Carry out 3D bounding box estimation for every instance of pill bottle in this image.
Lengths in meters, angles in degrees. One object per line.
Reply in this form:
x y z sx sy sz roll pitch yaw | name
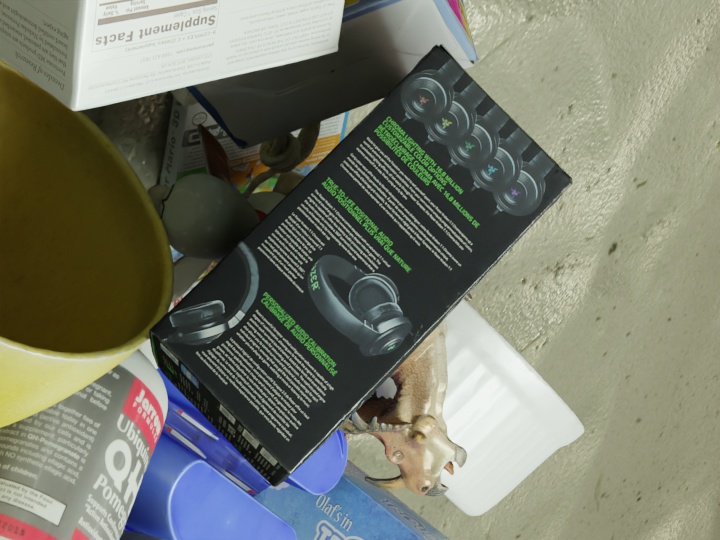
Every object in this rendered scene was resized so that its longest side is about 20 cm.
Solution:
-0.170 0.095 1.027 0.111 0.109 0.201 70 31 -50 | pill bottle

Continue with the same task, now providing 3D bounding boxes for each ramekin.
0.046 0.071 1.255 0.098 0.200 0.201 -45 145 -2 | ramekin

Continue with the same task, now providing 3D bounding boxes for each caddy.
-0.099 0.112 1.184 0.142 0.104 0.200 -58 146 -11 | caddy

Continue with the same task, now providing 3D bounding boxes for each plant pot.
-0.212 0.005 0.912 0.199 0.201 0.142 2 140 -51 | plant pot

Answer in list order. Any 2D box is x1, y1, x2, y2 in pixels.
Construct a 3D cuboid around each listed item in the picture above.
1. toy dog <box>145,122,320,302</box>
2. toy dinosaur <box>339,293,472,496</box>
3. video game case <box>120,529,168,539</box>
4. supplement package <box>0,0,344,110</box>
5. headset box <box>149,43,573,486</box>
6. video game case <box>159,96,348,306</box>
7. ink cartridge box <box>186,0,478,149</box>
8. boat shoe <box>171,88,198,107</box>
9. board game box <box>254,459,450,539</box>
-0.077 -0.028 1.050 0.133 0.095 0.201 -63 159 -22 | toy dog
0.001 0.030 1.138 0.136 0.200 0.086 -49 149 13 | toy dinosaur
-0.194 0.208 1.079 0.181 0.199 0.023 -32 107 -29 | video game case
-0.121 -0.173 0.841 0.155 0.199 0.112 -18 131 -41 | supplement package
0.000 0.000 0.906 0.200 0.093 0.174 -45 178 -9 | headset box
-0.065 -0.070 1.155 0.142 0.018 0.202 -18 130 -44 | video game case
-0.030 -0.180 0.961 0.135 0.202 0.076 -19 146 13 | ink cartridge box
-0.047 -0.176 1.051 0.200 0.068 0.072 -46 180 -14 | boat shoe
-0.040 0.231 1.267 0.043 0.199 0.200 19 102 -54 | board game box
